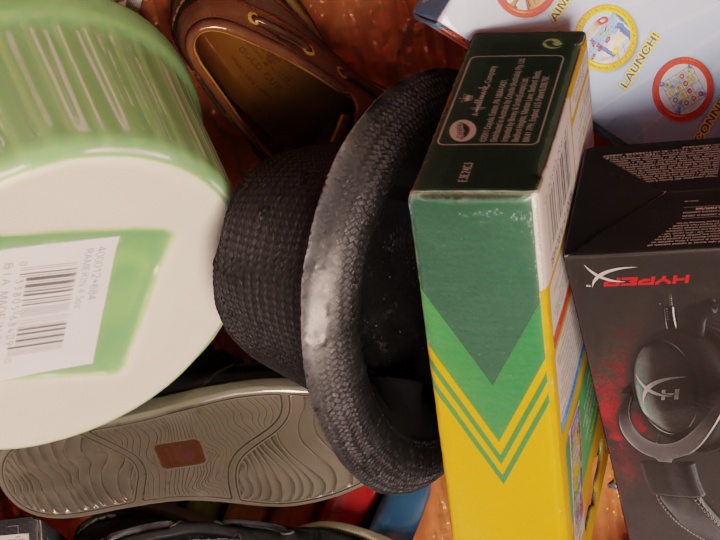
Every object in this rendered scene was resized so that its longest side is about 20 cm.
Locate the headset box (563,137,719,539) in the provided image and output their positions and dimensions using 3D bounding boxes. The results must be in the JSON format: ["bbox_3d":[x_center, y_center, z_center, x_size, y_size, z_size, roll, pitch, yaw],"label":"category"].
[{"bbox_3d":[0.174,0.045,0.779,0.148,0.077,0.201,-2,127,18],"label":"headset box"}]

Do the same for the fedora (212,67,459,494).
[{"bbox_3d":[0.000,0.000,0.844,0.091,0.201,0.201,11,122,27],"label":"fedora"}]

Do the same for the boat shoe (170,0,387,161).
[{"bbox_3d":[-0.014,-0.059,0.909,0.072,0.068,0.200,-40,110,20],"label":"boat shoe"}]

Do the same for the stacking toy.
[{"bbox_3d":[-0.074,0.122,0.999,0.199,0.116,0.110,21,115,3],"label":"stacking toy"}]

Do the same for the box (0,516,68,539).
[{"bbox_3d":[-0.238,0.176,1.001,0.199,0.051,0.158,-6,159,6],"label":"box"}]

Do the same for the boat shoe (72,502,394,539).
[{"bbox_3d":[-0.055,0.153,0.918,0.199,0.066,0.075,14,106,20],"label":"boat shoe"}]

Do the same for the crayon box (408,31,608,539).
[{"bbox_3d":[0.066,0.021,0.788,0.051,0.126,0.201,1,124,16],"label":"crayon box"}]

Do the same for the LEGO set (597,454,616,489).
[{"bbox_3d":[0.173,0.065,0.920,0.199,0.154,0.116,25,89,-23],"label":"LEGO set"}]

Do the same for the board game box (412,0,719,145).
[{"bbox_3d":[0.157,-0.140,0.833,0.195,0.056,0.200,32,95,-14],"label":"board game box"}]

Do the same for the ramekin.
[{"bbox_3d":[-0.147,-0.014,0.849,0.199,0.098,0.200,-19,140,-16],"label":"ramekin"}]

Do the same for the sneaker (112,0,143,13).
[{"bbox_3d":[-0.132,-0.117,0.878,0.088,0.074,0.201,6,119,1],"label":"sneaker"}]

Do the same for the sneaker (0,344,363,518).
[{"bbox_3d":[-0.074,0.056,0.948,0.199,0.106,0.075,-4,126,5],"label":"sneaker"}]
